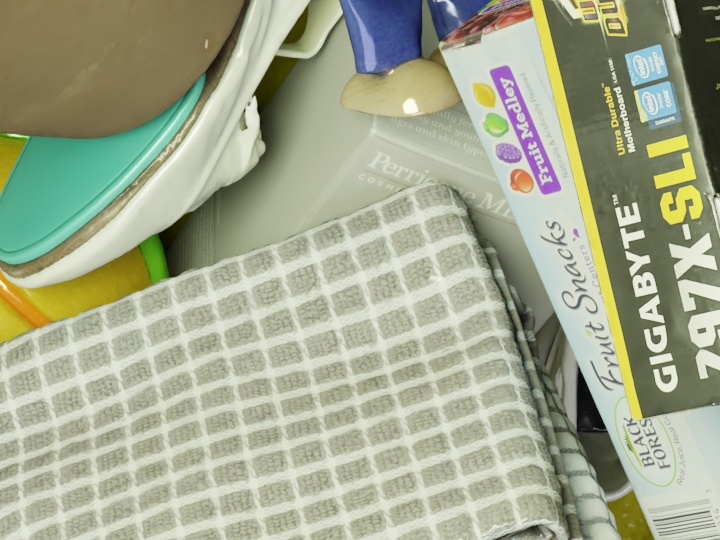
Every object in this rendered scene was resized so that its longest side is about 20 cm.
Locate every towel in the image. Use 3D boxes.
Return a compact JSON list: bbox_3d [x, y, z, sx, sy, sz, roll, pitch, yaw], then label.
[{"bbox_3d":[-0.029,0.069,0.859,0.199,0.166,0.086,-20,126,3],"label":"towel"}]

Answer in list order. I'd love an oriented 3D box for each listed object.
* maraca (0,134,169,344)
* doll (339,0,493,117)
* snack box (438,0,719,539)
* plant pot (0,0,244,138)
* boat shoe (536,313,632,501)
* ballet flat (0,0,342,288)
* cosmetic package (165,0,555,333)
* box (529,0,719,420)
[{"bbox_3d":[-0.129,0.001,0.966,0.136,0.107,0.201,15,108,-1],"label":"maraca"},{"bbox_3d":[0.018,-0.156,0.853,0.136,0.048,0.201,-23,113,-40],"label":"doll"},{"bbox_3d":[0.115,-0.013,0.881,0.053,0.142,0.201,-14,107,37],"label":"snack box"},{"bbox_3d":[-0.126,-0.120,0.826,0.200,0.201,0.174,-39,144,23],"label":"plant pot"},{"bbox_3d":[0.106,0.002,1.000,0.071,0.066,0.201,8,131,-15],"label":"boat shoe"},{"bbox_3d":[-0.045,-0.072,0.905,0.069,0.069,0.201,30,93,-29],"label":"ballet flat"},{"bbox_3d":[0.000,0.000,0.982,0.106,0.091,0.200,17,136,-21],"label":"cosmetic package"},{"bbox_3d":[0.133,-0.052,0.834,0.049,0.161,0.199,-13,180,39],"label":"box"}]
